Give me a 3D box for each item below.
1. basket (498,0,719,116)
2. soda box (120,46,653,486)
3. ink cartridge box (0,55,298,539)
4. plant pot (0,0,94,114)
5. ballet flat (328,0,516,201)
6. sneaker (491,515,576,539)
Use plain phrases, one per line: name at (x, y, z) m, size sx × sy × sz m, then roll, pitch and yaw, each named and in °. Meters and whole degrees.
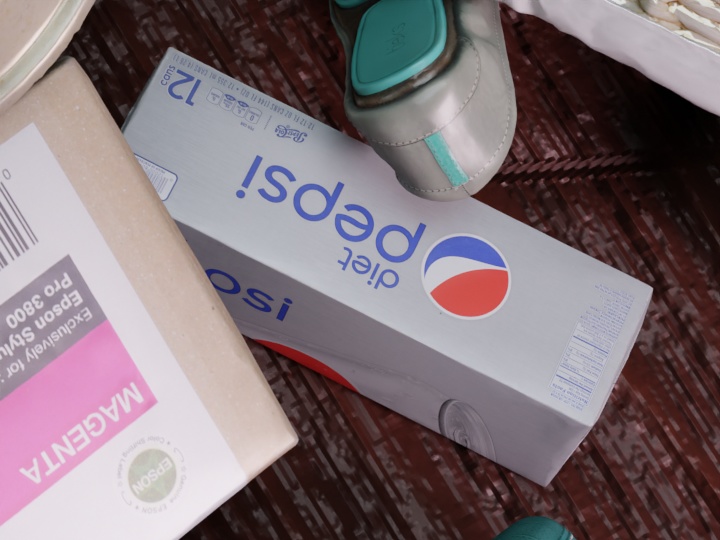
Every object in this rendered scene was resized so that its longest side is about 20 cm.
basket at (0.118, -0.189, 1.112) m, size 0.198 × 0.161 × 0.200 m, roll 28°, pitch 35°, yaw 0°
soda box at (0.000, 0.000, 1.103) m, size 0.199 × 0.068 × 0.064 m, roll 27°, pitch 64°, yaw -1°
ink cartridge box at (-0.144, 0.048, 1.015) m, size 0.200 × 0.075 × 0.165 m, roll -39°, pitch 110°, yaw -23°
plant pot at (-0.192, -0.151, 0.927) m, size 0.199 × 0.184 × 0.201 m, roll -4°, pitch 69°, yaw 11°
ballet flat at (0.025, -0.089, 1.126) m, size 0.067 × 0.200 × 0.064 m, roll -26°, pitch 118°, yaw 16°
sneaker at (-0.012, 0.133, 1.047) m, size 0.200 × 0.071 × 0.080 m, roll -34°, pitch 83°, yaw -20°
